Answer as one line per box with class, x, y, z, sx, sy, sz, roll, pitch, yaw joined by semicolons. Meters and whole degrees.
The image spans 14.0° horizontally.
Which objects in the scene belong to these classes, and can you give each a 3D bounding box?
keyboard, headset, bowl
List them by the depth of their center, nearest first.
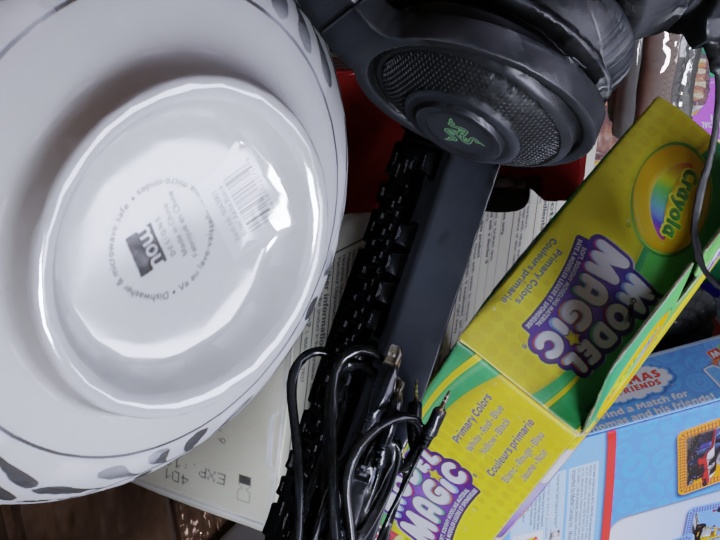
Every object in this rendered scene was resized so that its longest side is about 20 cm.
bowl;-0.070;-0.017;0.750;0.200;0.094;0.202;-15;116;-34
headset;0.062;-0.077;0.757;0.123;0.094;0.200;-42;96;-25
keyboard;-0.013;0.046;0.806;0.039;0.104;0.201;17;92;-18

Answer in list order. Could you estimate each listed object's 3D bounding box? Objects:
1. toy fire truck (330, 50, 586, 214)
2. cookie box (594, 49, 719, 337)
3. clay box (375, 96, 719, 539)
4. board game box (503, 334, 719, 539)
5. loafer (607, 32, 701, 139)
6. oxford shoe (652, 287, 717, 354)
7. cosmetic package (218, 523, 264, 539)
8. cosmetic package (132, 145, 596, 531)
toy fire truck;0.005;-0.062;0.925;0.199;0.141;0.049;-4;111;-19
cookie box;0.155;-0.037;1.128;0.075;0.170;0.201;-80;169;-59
clay box;0.050;0.032;0.869;0.115;0.048;0.200;-49;174;-36
board game box;0.132;0.091;1.091;0.199;0.037;0.152;-13;130;-17
loafer;0.119;-0.138;0.929;0.072;0.063;0.201;-1;99;-87
oxford shoe;0.054;0.067;1.118;0.073;0.084;0.200;8;118;-53
cosmetic package;-0.036;0.157;1.001;0.200;0.074;0.102;-42;140;-43
cosmetic package;0.000;0.000;0.980;0.200;0.071;0.106;-25;128;-55
